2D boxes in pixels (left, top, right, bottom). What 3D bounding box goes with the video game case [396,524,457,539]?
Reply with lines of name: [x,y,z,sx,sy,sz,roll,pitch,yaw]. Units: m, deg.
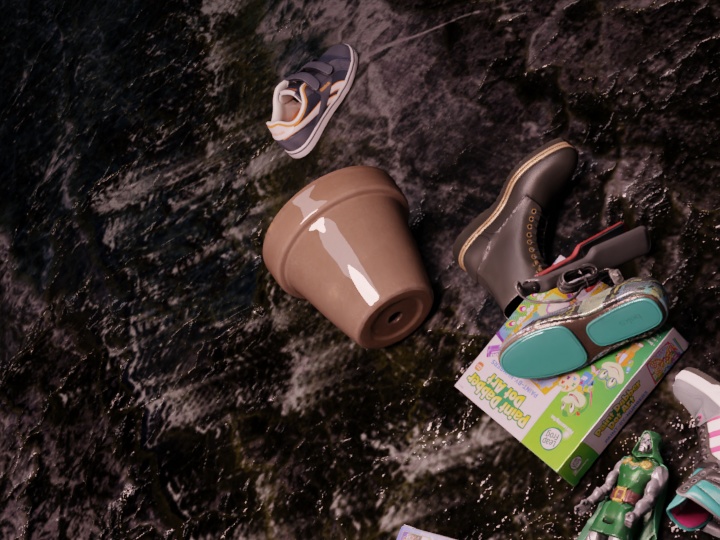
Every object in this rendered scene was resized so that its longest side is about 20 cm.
video game case: [0.082,0.382,1.421,0.180,0.045,0.201,7,64,44]

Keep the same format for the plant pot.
plant pot: [0.000,0.000,1.709,0.200,0.200,0.175,-41,58,11]

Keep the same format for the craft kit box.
craft kit box: [0.228,0.105,1.506,0.198,0.048,0.200,-53,39,0]

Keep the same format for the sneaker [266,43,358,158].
sneaker: [-0.073,-0.273,2.058,0.078,0.079,0.201,4,61,45]

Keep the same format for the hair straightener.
hair straightener: [0.248,-0.007,1.487,0.199,0.041,0.077,-19,19,-33]

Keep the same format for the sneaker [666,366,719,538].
sneaker: [0.335,0.189,1.313,0.120,0.084,0.200,-38,41,-1]

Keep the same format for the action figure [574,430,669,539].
action figure: [0.256,0.250,1.361,0.118,0.055,0.201,5,60,48]

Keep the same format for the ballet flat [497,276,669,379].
ballet flat: [0.240,0.060,1.458,0.199,0.074,0.075,-21,47,28]

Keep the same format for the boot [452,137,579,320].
boot: [0.213,-0.044,1.623,0.200,0.077,0.139,-52,42,18]
